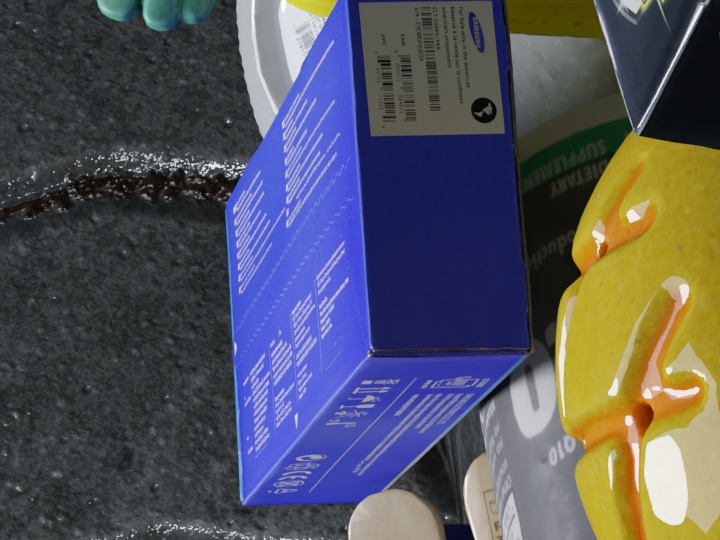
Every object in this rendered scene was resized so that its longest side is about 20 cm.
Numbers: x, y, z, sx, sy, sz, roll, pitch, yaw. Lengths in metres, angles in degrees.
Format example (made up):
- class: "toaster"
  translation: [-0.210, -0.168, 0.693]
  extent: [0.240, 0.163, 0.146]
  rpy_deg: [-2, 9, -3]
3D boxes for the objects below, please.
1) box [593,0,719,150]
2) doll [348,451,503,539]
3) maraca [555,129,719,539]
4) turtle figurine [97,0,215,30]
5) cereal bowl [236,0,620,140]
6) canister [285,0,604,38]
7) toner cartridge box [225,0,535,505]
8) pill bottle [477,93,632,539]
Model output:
- class: "box"
  translation: [0.073, -0.144, 0.503]
  extent: [0.201, 0.046, 0.159]
  rpy_deg: [-102, 26, -43]
- class: "doll"
  translation: [0.082, 0.068, 0.915]
  extent: [0.200, 0.136, 0.049]
  rpy_deg: [-9, -101, -60]
- class: "maraca"
  translation: [0.096, 0.040, 0.577]
  extent: [0.137, 0.106, 0.201]
  rpy_deg: [71, -174, -48]
- class: "turtle figurine"
  translation: [-0.080, -0.148, 0.729]
  extent: [0.150, 0.100, 0.200]
  rpy_deg: [54, 169, 26]
- class: "cereal bowl"
  translation: [0.027, -0.078, 0.922]
  extent: [0.199, 0.083, 0.201]
  rpy_deg: [13, 108, 45]
- class: "canister"
  translation: [0.038, -0.161, 0.722]
  extent: [0.087, 0.148, 0.201]
  rpy_deg: [-77, -12, -45]
- class: "toner cartridge box"
  translation: [0.000, 0.000, 0.804]
  extent: [0.200, 0.043, 0.096]
  rpy_deg: [128, 141, -72]
- class: "pill bottle"
  translation: [0.092, 0.062, 0.753]
  extent: [0.113, 0.112, 0.201]
  rpy_deg: [83, 176, -54]
